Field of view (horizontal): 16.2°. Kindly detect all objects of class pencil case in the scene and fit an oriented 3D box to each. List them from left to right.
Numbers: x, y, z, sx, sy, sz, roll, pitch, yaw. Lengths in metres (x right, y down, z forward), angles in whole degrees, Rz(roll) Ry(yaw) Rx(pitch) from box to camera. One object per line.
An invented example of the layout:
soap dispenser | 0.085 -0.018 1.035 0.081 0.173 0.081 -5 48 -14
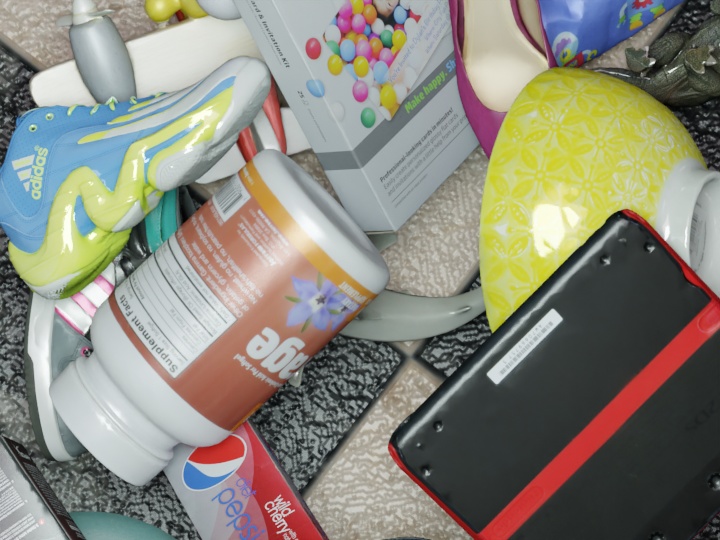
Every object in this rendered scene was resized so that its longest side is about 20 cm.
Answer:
pencil case | 0.173 -0.198 1.616 0.200 0.087 0.078 -34 59 -3

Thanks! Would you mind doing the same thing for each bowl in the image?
bowl | 0.165 -0.022 1.518 0.107 0.200 0.201 3 80 31

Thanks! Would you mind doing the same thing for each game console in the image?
game console | 0.141 0.090 1.462 0.200 0.031 0.177 -45 102 2

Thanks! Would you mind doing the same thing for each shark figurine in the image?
shark figurine | 0.017 0.015 1.588 0.213 0.090 0.129 4 89 2

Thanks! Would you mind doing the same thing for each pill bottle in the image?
pill bottle | -0.088 0.032 1.515 0.200 0.112 0.112 -43 81 8

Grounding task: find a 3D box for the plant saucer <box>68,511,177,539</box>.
plant saucer | -0.175 0.251 1.589 0.199 0.036 0.201 0 81 3

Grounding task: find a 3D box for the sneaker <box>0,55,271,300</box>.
sneaker | -0.151 -0.080 1.533 0.200 0.076 0.105 -43 85 5

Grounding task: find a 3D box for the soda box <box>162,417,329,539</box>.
soda box | -0.062 0.153 1.522 0.063 0.200 0.070 -35 126 -3

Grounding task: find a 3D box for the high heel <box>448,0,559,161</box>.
high heel | 0.080 -0.146 1.529 0.067 0.096 0.201 -15 85 9

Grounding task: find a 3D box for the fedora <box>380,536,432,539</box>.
fedora | 0.038 0.263 1.504 0.200 0.092 0.201 14 119 27

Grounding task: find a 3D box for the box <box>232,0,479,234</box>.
box | 0.009 -0.148 1.555 0.156 0.041 0.200 -46 118 -35

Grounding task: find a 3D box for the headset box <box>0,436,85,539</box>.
headset box | -0.216 0.226 1.531 0.148 0.075 0.200 -36 81 -2

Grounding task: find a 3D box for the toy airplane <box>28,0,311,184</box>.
toy airplane | -0.085 -0.154 1.592 0.198 0.141 0.201 26 78 -1

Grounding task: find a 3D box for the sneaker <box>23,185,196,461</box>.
sneaker | -0.142 0.023 1.603 0.120 0.084 0.201 1 80 13

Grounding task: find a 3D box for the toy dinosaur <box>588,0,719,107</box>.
toy dinosaur | 0.223 -0.137 1.603 0.200 0.102 0.077 -38 69 7
